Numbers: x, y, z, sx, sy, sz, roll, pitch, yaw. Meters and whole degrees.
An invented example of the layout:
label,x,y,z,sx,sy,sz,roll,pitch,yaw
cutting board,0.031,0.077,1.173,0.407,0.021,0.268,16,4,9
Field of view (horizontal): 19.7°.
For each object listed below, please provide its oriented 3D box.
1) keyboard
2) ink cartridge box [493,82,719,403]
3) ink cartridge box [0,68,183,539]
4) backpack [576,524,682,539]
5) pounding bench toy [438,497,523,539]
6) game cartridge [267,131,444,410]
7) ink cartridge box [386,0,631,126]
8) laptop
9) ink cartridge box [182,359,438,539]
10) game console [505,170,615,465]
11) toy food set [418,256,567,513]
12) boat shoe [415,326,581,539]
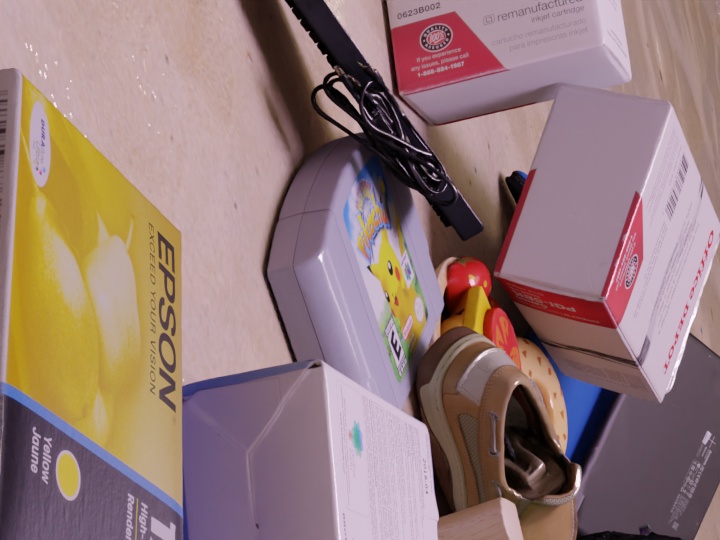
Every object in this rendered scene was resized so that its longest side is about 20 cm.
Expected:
label,x,y,z,sx,sy,sz,roll,pitch,yaw
keyboard,-0.005,-0.093,1.135,0.200,0.040,0.104,52,0,-22
ink cartridge box,0.172,-0.015,1.409,0.147,0.083,0.200,-69,155,-16
ink cartridge box,-0.101,0.057,0.787,0.200,0.047,0.198,45,37,-57
backpack,0.198,0.266,1.420,0.200,0.134,0.183,28,59,-78
pounding bench toy,0.105,0.212,1.189,0.156,0.124,0.201,-30,107,-72
game cartridge,0.000,0.000,1.152,0.200,0.040,0.134,-64,135,-63
ink cartridge box,0.090,-0.215,1.389,0.083,0.145,0.201,31,49,-65
laptop,0.227,0.159,1.649,0.200,0.116,0.188,37,71,-28
ink cartridge box,-0.013,0.130,0.952,0.200,0.076,0.137,35,48,-66
game console,0.145,0.054,1.594,0.171,0.118,0.200,52,-5,43
toy food set,0.085,0.089,1.333,0.198,0.049,0.200,-79,152,-50
boat shoe,0.094,0.118,1.192,0.072,0.076,0.200,-50,138,-18
